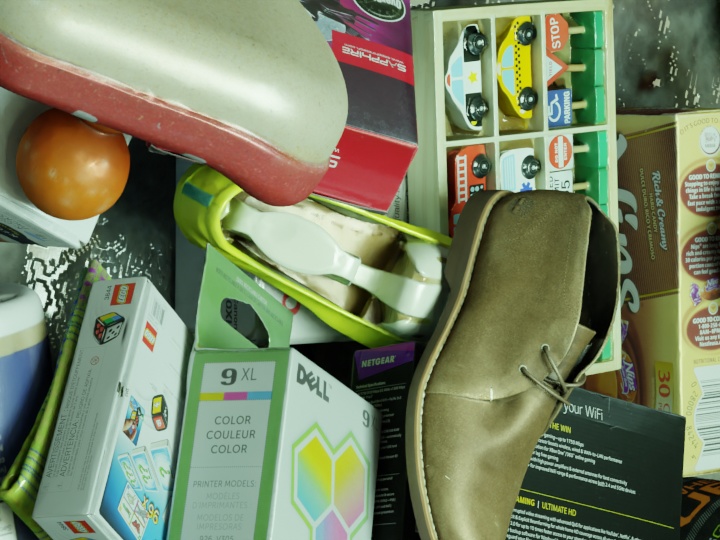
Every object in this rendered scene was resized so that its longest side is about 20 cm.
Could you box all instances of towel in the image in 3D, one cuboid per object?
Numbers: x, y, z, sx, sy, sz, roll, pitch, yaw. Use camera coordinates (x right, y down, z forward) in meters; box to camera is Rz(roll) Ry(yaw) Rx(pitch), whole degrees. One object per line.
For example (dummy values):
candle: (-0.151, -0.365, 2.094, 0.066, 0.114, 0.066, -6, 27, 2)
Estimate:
towel: (-0.108, 0.107, 1.451, 0.200, 0.023, 0.144, 58, 37, -46)

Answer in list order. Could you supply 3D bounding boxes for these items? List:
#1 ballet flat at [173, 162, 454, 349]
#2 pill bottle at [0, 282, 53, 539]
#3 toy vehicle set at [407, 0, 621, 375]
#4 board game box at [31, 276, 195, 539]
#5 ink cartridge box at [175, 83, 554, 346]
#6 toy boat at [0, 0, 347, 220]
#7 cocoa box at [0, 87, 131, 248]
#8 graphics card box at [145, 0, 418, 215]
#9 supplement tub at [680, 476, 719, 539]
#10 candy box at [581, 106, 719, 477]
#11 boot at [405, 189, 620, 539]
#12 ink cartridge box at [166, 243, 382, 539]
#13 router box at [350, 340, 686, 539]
ballet flat: (0.000, 0.000, 1.474, 0.199, 0.067, 0.067, 24, 90, -21)
pill bottle: (-0.192, 0.114, 1.425, 0.111, 0.111, 0.201, -14, 102, -36)
toy vehicle set: (0.081, -0.040, 1.568, 0.124, 0.026, 0.201, -9, 101, -37)
board game box: (-0.085, 0.110, 1.433, 0.200, 0.034, 0.127, 56, 39, -48)
ink cartridge box: (0.003, -0.039, 1.580, 0.199, 0.084, 0.146, -2, 95, -37)
toy boat: (-0.108, -0.078, 1.318, 0.199, 0.131, 0.131, 20, 119, -21)
cocoa box: (-0.173, -0.128, 1.412, 0.133, 0.131, 0.201, 30, 75, -32)
graphics card box: (-0.038, -0.125, 1.475, 0.125, 0.051, 0.201, 15, 41, -14)
supplement tub: (0.205, 0.180, 1.675, 0.122, 0.199, 0.123, -2, 93, -37)
candy box: (0.159, 0.009, 1.682, 0.056, 0.116, 0.201, -6, 97, -36)
boot: (0.075, 0.052, 1.443, 0.074, 0.075, 0.201, 34, 62, -49)
ink cartridge box: (-0.039, 0.097, 1.419, 0.104, 0.059, 0.201, 39, 53, -58)
router box: (0.080, 0.130, 1.520, 0.199, 0.051, 0.150, 17, 71, -39)
